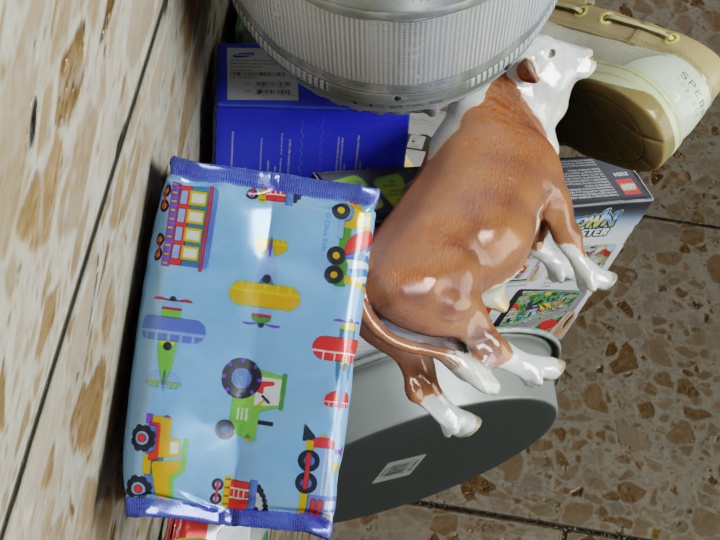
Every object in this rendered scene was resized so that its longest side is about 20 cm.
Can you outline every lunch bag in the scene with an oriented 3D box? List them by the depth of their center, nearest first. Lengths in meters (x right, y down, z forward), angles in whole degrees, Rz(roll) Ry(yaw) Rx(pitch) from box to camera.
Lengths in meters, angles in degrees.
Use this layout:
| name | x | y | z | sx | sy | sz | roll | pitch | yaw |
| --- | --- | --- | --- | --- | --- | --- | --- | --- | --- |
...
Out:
| name | x | y | z | sx | sy | sz | roll | pitch | yaw |
| --- | --- | --- | --- | --- | --- | --- | --- | --- | --- |
| lunch bag | -0.063 | 0.035 | 1.139 | 0.200 | 0.094 | 0.151 | 173 | -75 | -80 |

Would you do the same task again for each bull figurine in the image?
| name | x | y | z | sx | sy | sz | roll | pitch | yaw |
| --- | --- | --- | --- | --- | --- | --- | --- | --- | --- |
| bull figurine | 0.062 | -0.021 | 1.170 | 0.065 | 0.122 | 0.200 | -15 | -150 | 50 |

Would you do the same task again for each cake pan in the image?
| name | x | y | z | sx | sy | sz | roll | pitch | yaw |
| --- | --- | --- | --- | --- | --- | --- | --- | --- | --- |
| cake pan | 0.018 | 0.088 | 1.338 | 0.200 | 0.200 | 0.037 | 92 | -20 | -70 |

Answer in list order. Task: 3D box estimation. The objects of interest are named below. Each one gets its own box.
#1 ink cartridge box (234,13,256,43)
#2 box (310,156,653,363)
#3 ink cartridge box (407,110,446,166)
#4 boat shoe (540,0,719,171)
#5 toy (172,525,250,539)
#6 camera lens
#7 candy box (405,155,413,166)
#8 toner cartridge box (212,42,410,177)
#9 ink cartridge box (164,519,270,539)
| name | x | y | z | sx | sy | sz | roll | pitch | yaw |
| --- | --- | --- | --- | --- | --- | --- | --- | --- | --- |
| ink cartridge box | -0.012 | -0.157 | 1.335 | 0.145 | 0.084 | 0.201 | 95 | 4 | -58 |
| box | 0.043 | -0.004 | 1.263 | 0.035 | 0.199 | 0.110 | 58 | -45 | 32 |
| ink cartridge box | 0.021 | -0.027 | 1.837 | 0.200 | 0.144 | 0.148 | -71 | 170 | -71 |
| boat shoe | 0.106 | -0.105 | 1.286 | 0.066 | 0.200 | 0.074 | -38 | 129 | -21 |
| toy | -0.093 | 0.228 | 1.269 | 0.115 | 0.047 | 0.201 | -40 | 137 | -60 |
| camera lens | 0.015 | -0.163 | 1.073 | 0.200 | 0.159 | 0.161 | 87 | 13 | -78 |
| candy box | -0.014 | 0.001 | 1.623 | 0.116 | 0.055 | 0.201 | 55 | 39 | -46 |
| toner cartridge box | -0.029 | -0.032 | 1.271 | 0.200 | 0.095 | 0.043 | 97 | -5 | -52 |
| ink cartridge box | -0.077 | 0.143 | 1.407 | 0.200 | 0.050 | 0.162 | 97 | 2 | -71 |
